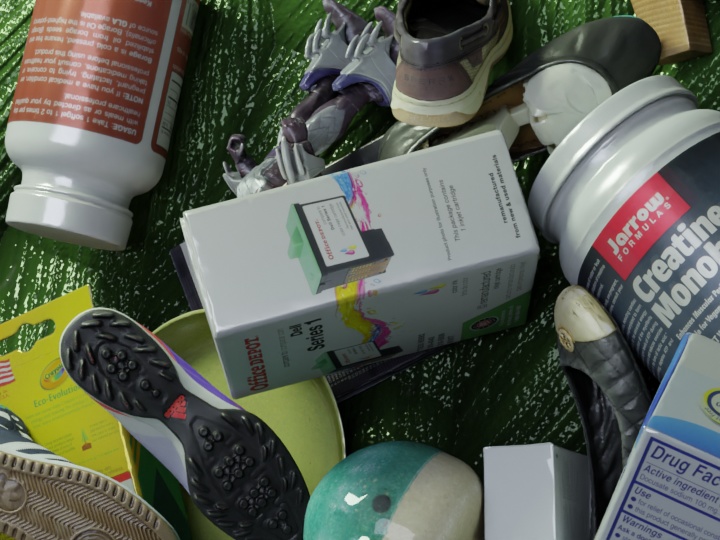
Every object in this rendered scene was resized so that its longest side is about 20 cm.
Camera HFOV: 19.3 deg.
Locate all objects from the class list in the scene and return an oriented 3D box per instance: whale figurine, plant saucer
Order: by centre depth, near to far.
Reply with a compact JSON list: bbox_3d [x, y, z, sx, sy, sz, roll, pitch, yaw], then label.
[{"bbox_3d":[-0.001,0.196,1.280,0.103,0.159,0.201,23,79,19],"label":"whale figurine"},{"bbox_3d":[-0.088,0.126,1.395,0.199,0.031,0.202,-3,85,30],"label":"plant saucer"}]

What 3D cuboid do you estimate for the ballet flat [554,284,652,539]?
[{"bbox_3d":[0.146,0.106,1.259,0.056,0.066,0.202,-18,105,-13],"label":"ballet flat"}]

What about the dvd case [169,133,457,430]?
[{"bbox_3d":[-0.019,0.009,1.413,0.199,0.016,0.150,-27,71,15],"label":"dvd case"}]

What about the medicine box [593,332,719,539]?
[{"bbox_3d":[0.219,0.167,1.163,0.181,0.103,0.201,24,126,9],"label":"medicine box"}]

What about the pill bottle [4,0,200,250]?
[{"bbox_3d":[-0.180,-0.121,1.453,0.111,0.112,0.202,9,82,23],"label":"pill bottle"}]

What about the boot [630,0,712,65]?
[{"bbox_3d":[0.249,-0.219,1.312,0.200,0.071,0.145,-13,85,28],"label":"boot"}]

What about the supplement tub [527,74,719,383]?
[{"bbox_3d":[0.207,-0.004,1.254,0.140,0.140,0.200,-45,67,8],"label":"supplement tub"}]

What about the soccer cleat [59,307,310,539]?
[{"bbox_3d":[-0.108,0.098,1.342,0.200,0.073,0.068,43,88,-5],"label":"soccer cleat"}]

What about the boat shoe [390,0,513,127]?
[{"bbox_3d":[0.058,-0.162,1.331,0.071,0.201,0.065,8,125,9],"label":"boat shoe"}]

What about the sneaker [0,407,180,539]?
[{"bbox_3d":[-0.202,0.143,1.354,0.199,0.109,0.071,22,95,-1],"label":"sneaker"}]

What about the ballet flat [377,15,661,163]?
[{"bbox_3d":[0.101,-0.090,1.335,0.199,0.068,0.069,-27,29,21],"label":"ballet flat"}]

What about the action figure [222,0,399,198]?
[{"bbox_3d":[-0.041,-0.083,1.385,0.201,0.069,0.130,-56,25,-17],"label":"action figure"}]

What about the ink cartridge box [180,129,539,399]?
[{"bbox_3d":[0.000,0.000,1.293,0.198,0.145,0.085,-15,72,-4],"label":"ink cartridge box"}]

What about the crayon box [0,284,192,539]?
[{"bbox_3d":[-0.190,0.124,1.409,0.126,0.051,0.202,-21,76,27],"label":"crayon box"}]

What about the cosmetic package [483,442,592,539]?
[{"bbox_3d":[0.109,0.210,1.283,0.050,0.082,0.202,-5,77,21],"label":"cosmetic package"}]
